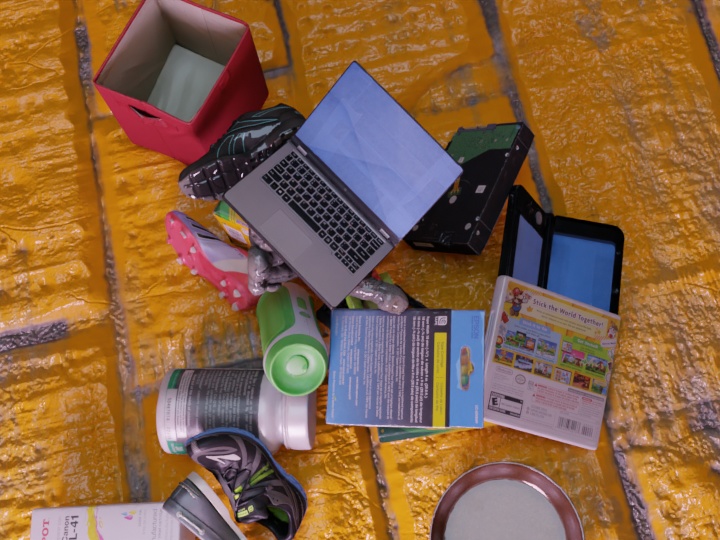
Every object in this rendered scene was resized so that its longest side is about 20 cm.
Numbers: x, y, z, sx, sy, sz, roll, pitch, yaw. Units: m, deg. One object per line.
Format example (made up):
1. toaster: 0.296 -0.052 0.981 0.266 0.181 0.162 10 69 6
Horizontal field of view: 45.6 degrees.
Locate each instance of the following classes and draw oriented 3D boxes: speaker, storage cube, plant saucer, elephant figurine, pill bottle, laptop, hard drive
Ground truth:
1. speaker: -0.092 0.085 1.128 0.087 0.200 0.090 -4 112 -9
2. storage cube: -0.257 -0.274 1.275 0.169 0.180 0.202 23 73 12
3. plant saucer: 0.187 0.350 1.099 0.197 0.035 0.203 -1 70 3
4. elephant figurine: -0.044 -0.029 1.092 0.196 0.141 0.158 0 94 -6
5. pill bottle: -0.161 0.188 1.140 0.196 0.113 0.115 0 70 5
6. laptop: -0.020 -0.101 1.002 0.187 0.116 0.200 44 57 2
7. hard drive: 0.154 -0.118 1.224 0.139 0.038 0.202 5 65 51

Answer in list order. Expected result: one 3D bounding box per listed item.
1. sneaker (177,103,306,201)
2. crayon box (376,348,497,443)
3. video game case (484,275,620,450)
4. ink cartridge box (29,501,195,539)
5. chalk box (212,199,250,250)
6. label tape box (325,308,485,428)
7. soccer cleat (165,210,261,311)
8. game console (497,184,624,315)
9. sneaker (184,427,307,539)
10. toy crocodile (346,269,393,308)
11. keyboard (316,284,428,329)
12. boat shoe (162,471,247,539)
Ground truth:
1. sneaker: -0.160 -0.162 1.166 0.198 0.076 0.080 -27 56 -11
2. crayon box: 0.113 0.154 1.165 0.197 0.052 0.128 -9 70 1
3. video game case: 0.245 0.122 1.118 0.197 0.023 0.185 18 79 -22
4. ink cartridge box: -0.318 0.378 1.100 0.196 0.086 0.150 -3 70 2
5. chalk box: -0.102 -0.120 1.239 0.123 0.125 0.202 26 75 13
6. label tape box: 0.061 0.124 1.072 0.197 0.063 0.147 0 78 15
7. soccer cleat: -0.209 -0.021 1.252 0.200 0.067 0.076 42 47 22
8. game console: 0.276 0.001 1.176 0.115 0.175 0.203 -3 67 33
9. sneaker: -0.139 0.270 1.076 0.070 0.200 0.083 -30 27 25
10. toy crocodile: 0.000 0.000 1.199 0.067 0.062 0.201 -19 45 -8
11. keyboard: 0.043 0.070 1.178 0.127 0.021 0.199 -38 51 -26
12. boat shoe: -0.176 0.350 1.075 0.062 0.073 0.202 -37 103 -26
